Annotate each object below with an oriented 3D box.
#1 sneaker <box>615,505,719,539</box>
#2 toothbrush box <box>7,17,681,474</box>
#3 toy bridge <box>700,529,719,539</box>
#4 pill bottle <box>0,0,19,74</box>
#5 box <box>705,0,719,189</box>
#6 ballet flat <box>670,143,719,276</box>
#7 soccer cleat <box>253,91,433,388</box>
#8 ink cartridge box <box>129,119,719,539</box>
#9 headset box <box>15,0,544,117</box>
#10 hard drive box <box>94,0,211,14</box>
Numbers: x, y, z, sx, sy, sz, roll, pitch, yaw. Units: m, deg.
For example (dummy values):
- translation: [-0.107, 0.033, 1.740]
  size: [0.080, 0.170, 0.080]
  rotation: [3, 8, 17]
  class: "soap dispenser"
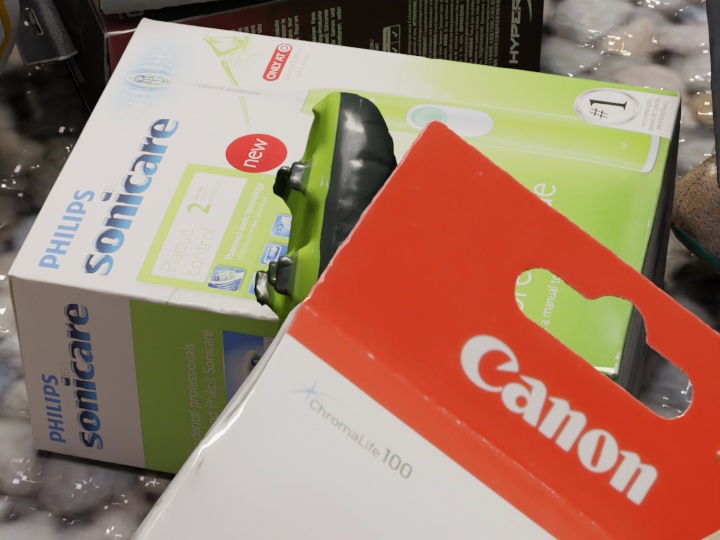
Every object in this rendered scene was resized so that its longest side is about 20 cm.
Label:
- translation: [0.140, 0.088, 0.722]
  size: [0.199, 0.079, 0.089]
  rotation: [-27, 46, -27]
  class: "sneaker"
- translation: [0.000, 0.000, 0.817]
  size: [0.199, 0.086, 0.146]
  rotation: [9, 43, 12]
  class: "toothbrush box"
- translation: [0.139, 0.094, 0.658]
  size: [0.199, 0.027, 0.068]
  rotation: [14, 72, -31]
  class: "toy bridge"
- translation: [-0.188, -0.073, 0.871]
  size: [0.104, 0.105, 0.201]
  rotation: [9, 49, 10]
  class: "pill bottle"
- translation: [0.218, -0.095, 0.773]
  size: [0.199, 0.104, 0.183]
  rotation: [-16, 49, 22]
  class: "box"
- translation: [0.185, -0.061, 0.901]
  size: [0.067, 0.068, 0.200]
  rotation: [26, 46, 34]
  class: "ballet flat"
- translation: [0.011, 0.048, 0.709]
  size: [0.081, 0.201, 0.068]
  rotation: [-1, 1, -10]
  class: "soccer cleat"
- translation: [0.030, 0.079, 0.643]
  size: [0.162, 0.057, 0.200]
  rotation: [37, 79, -6]
  class: "ink cartridge box"
- translation: [-0.045, -0.122, 0.961]
  size: [0.199, 0.075, 0.149]
  rotation: [-14, 43, -15]
  class: "headset box"
- translation: [-0.016, -0.182, 0.914]
  size: [0.199, 0.077, 0.156]
  rotation: [-9, 42, -10]
  class: "hard drive box"
